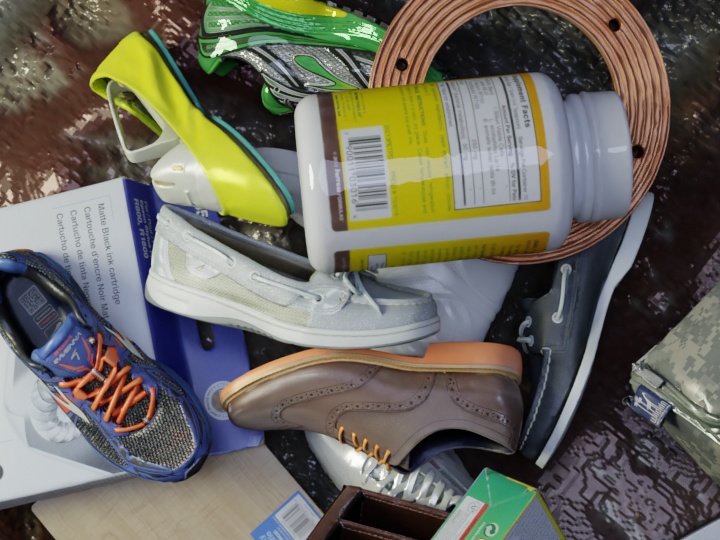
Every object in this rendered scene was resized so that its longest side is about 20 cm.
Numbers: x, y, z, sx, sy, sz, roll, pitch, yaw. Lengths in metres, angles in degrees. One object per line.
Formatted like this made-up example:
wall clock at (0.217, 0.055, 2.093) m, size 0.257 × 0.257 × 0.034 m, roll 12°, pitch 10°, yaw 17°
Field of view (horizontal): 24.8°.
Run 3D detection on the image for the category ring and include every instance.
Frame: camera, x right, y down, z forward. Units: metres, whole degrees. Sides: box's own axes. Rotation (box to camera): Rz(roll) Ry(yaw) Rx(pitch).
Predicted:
ring at (0.103, -0.105, 1.063) m, size 0.197 × 0.019 × 0.204 m, roll 0°, pitch 91°, yaw -3°

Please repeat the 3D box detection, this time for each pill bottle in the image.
pill bottle at (0.061, -0.061, 0.997) m, size 0.197 × 0.109 × 0.111 m, roll -5°, pitch 84°, yaw -3°

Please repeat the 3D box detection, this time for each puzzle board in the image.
puzzle board at (-0.106, 0.187, 1.114) m, size 0.150 × 0.017 × 0.200 m, roll -42°, pitch 85°, yaw -3°

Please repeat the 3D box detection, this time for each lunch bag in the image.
lunch bag at (0.290, 0.063, 1.054) m, size 0.200 × 0.139 × 0.168 m, roll -46°, pitch 67°, yaw -4°

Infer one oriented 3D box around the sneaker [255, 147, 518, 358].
sneaker at (0.000, 0.000, 1.098) m, size 0.198 × 0.074 × 0.117 m, roll 22°, pitch 83°, yaw 3°

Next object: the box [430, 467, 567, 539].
box at (0.093, 0.224, 0.973) m, size 0.048 × 0.201 × 0.118 m, roll 18°, pitch 59°, yaw 45°

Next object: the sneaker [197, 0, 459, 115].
sneaker at (-0.018, -0.138, 1.118) m, size 0.198 × 0.078 × 0.086 m, roll 22°, pitch 96°, yaw 11°

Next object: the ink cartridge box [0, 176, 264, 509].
ink cartridge box at (-0.180, 0.044, 1.107) m, size 0.197 × 0.041 × 0.202 m, roll -14°, pitch 79°, yaw 2°

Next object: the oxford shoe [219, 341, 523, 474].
oxford shoe at (0.006, 0.091, 1.044) m, size 0.197 × 0.071 × 0.074 m, roll -6°, pitch 67°, yaw 9°

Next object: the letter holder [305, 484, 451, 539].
letter holder at (0.029, 0.259, 1.014) m, size 0.140 × 0.101 × 0.203 m, roll 13°, pitch 109°, yaw 13°

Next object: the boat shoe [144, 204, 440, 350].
boat shoe at (-0.044, 0.006, 1.047) m, size 0.199 × 0.074 × 0.066 m, roll 12°, pitch 103°, yaw 20°

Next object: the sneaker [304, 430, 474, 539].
sneaker at (0.044, 0.149, 1.079) m, size 0.199 × 0.081 × 0.077 m, roll 39°, pitch 89°, yaw 7°

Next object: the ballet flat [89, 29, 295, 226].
ballet flat at (-0.119, -0.083, 1.087) m, size 0.067 × 0.067 × 0.200 m, roll -33°, pitch 57°, yaw -12°

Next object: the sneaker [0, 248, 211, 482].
sneaker at (-0.177, 0.062, 1.043) m, size 0.199 × 0.078 × 0.076 m, roll 40°, pitch 86°, yaw 10°

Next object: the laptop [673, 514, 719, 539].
laptop at (0.234, 0.278, 1.041) m, size 0.186 × 0.116 × 0.202 m, roll -28°, pitch 84°, yaw -1°

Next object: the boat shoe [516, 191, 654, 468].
boat shoe at (0.136, 0.030, 1.093) m, size 0.060 × 0.076 × 0.202 m, roll 21°, pitch 74°, yaw 3°
